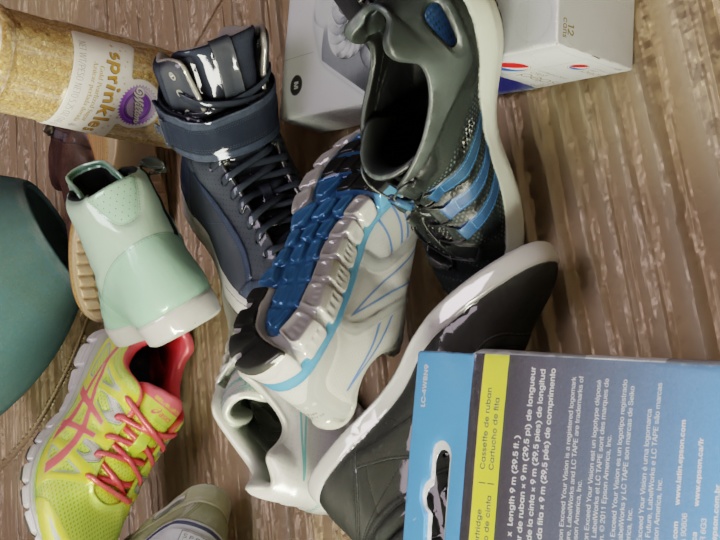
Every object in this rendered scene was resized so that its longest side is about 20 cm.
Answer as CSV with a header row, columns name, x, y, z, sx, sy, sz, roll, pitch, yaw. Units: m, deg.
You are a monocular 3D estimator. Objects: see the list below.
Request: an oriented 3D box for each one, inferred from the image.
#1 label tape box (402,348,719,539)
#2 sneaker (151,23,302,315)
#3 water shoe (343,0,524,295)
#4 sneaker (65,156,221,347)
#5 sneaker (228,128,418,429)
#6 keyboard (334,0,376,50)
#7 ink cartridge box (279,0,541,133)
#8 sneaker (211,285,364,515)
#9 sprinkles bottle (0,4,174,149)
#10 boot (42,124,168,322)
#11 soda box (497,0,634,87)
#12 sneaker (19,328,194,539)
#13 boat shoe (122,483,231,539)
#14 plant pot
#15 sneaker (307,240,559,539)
name,x,y,z,sx,sy,sz,roll,pitch,yaw
label tape box,0.111,0.112,0.683,0.199,0.066,0.145,-1,82,47
sneaker,-0.063,-0.060,0.899,0.202,0.076,0.147,45,148,44
water shoe,0.030,-0.056,0.761,0.071,0.079,0.202,27,138,43
sneaker,-0.146,-0.016,0.971,0.119,0.073,0.200,63,164,-5
sneaker,0.000,0.000,0.838,0.074,0.087,0.201,-3,48,42
keyboard,0.012,-0.211,0.864,0.128,0.020,0.201,-55,45,27
ink cartridge box,0.029,-0.192,0.886,0.199,0.040,0.202,-6,78,51
sneaker,-0.052,0.060,0.904,0.071,0.080,0.201,-56,42,30
sprinkles bottle,-0.159,-0.119,0.980,0.068,0.198,0.069,-14,71,49
boot,-0.202,-0.063,1.149,0.166,0.072,0.203,0,84,64
soda box,0.100,-0.202,0.775,0.068,0.063,0.203,-4,81,47
sneaker,-0.162,0.110,1.006,0.090,0.078,0.202,-21,44,33
boat shoe,-0.140,0.208,1.006,0.200,0.072,0.062,-40,17,42
plant pot,-0.289,0.005,1.155,0.134,0.201,0.201,-29,52,3
sneaker,0.059,0.084,0.775,0.099,0.070,0.201,51,117,30
